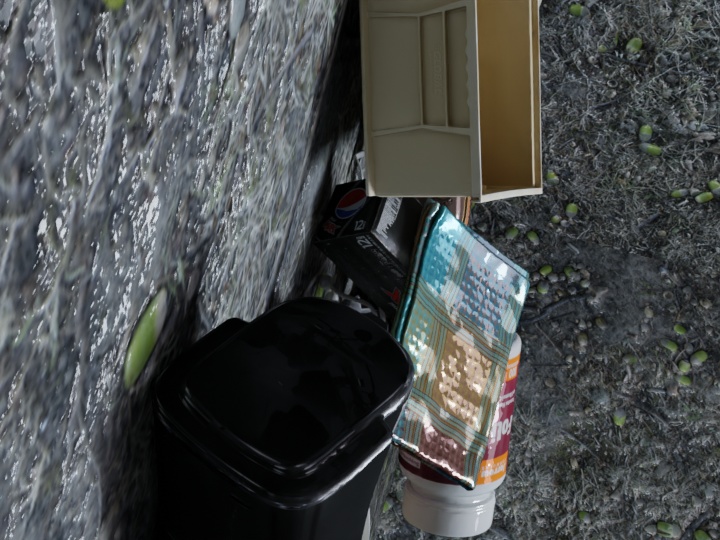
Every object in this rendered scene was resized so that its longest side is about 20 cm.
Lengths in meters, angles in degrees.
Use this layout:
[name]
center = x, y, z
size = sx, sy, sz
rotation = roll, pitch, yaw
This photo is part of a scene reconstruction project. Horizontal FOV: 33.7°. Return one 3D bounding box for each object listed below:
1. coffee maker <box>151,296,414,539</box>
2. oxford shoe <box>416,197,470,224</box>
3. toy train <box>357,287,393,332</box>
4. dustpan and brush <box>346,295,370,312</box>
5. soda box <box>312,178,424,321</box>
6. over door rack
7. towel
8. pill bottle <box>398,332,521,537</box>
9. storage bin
[coffee maker]
center = -0.054, 0.143, 0.655
size = 0.193, 0.133, 0.202
rotation = -67, 169, -46
[oxford shoe]
center = 0.050, -0.119, 1.083
size = 0.073, 0.070, 0.203
rotation = -29, 106, -64
[toy train]
center = 0.020, 0.069, 1.219
size = 0.046, 0.034, 0.203
rotation = 86, -4, -64
[dustpan and brush]
center = 0.012, 0.032, 1.342
size = 0.200, 0.057, 0.141
rotation = -75, -171, -73
[soda box]
center = 0.050, 0.005, 1.026
size = 0.200, 0.070, 0.064
rotation = 45, 53, -34
[over door rack]
center = 0.000, 0.000, 1.128
size = 0.148, 0.066, 0.203
rotation = 77, 15, -76
[towel]
center = 0.078, 0.062, 0.982
size = 0.146, 0.022, 0.202
rotation = 35, 62, -39
[pill bottle]
center = 0.097, 0.157, 1.206
size = 0.114, 0.112, 0.203
rotation = -51, 147, -74
[storage bin]
center = 0.078, -0.158, 0.948
size = 0.200, 0.092, 0.202
rotation = -14, 104, -67
